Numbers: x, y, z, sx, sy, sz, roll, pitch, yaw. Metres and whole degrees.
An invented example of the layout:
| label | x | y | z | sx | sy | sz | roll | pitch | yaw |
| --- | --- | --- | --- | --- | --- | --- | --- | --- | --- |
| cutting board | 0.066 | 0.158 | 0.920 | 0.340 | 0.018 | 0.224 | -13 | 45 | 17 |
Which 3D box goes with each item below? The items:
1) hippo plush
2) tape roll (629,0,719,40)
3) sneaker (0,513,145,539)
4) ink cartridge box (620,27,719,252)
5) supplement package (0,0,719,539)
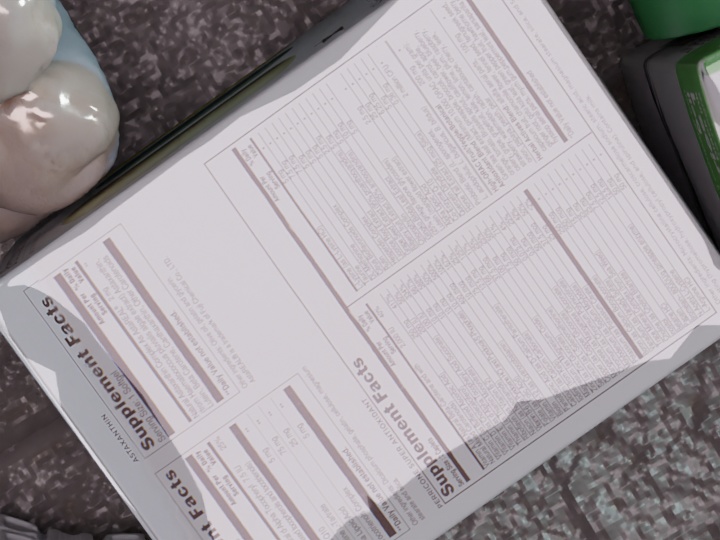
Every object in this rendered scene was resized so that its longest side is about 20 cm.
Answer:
| label | x | y | z | sx | sy | sz | roll | pitch | yaw |
| --- | --- | --- | --- | --- | --- | --- | --- | --- | --- |
| hippo plush | -0.109 | -0.115 | 0.869 | 0.161 | 0.200 | 0.160 | -42 | 106 | -21 |
| tape roll | 0.177 | -0.135 | 0.839 | 0.200 | 0.200 | 0.048 | -24 | 97 | 1 |
| sneaker | -0.131 | 0.137 | 0.932 | 0.199 | 0.078 | 0.092 | 12 | 102 | -3 |
| ink cartridge box | 0.174 | -0.061 | 0.852 | 0.146 | 0.200 | 0.085 | -23 | 96 | 0 |
| supplement package | 0.000 | 0.000 | 0.876 | 0.200 | 0.152 | 0.151 | -35 | 98 | 3 |
